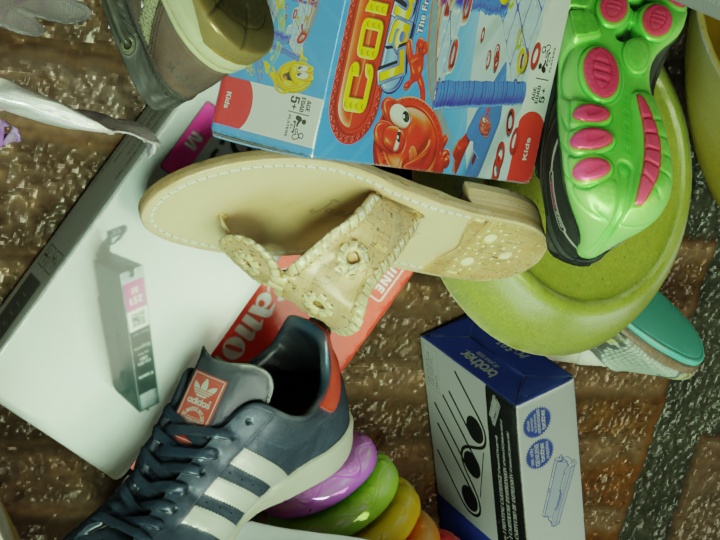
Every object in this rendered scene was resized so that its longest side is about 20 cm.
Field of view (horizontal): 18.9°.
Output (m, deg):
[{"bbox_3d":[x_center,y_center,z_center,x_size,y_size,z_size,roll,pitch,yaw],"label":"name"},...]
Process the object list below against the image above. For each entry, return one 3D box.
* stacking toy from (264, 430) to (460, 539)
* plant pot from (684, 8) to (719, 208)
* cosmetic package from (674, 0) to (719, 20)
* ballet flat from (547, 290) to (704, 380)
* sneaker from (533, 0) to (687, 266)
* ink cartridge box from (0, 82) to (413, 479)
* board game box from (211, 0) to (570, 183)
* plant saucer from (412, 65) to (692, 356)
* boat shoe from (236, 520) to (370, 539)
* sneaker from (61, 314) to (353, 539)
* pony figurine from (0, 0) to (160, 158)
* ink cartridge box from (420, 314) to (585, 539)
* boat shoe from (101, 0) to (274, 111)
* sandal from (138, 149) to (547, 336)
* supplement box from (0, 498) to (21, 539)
[{"bbox_3d":[-0.014,0.125,1.174,0.116,0.110,0.201,-29,113,-9],"label":"stacking toy"},{"bbox_3d":[0.263,-0.088,1.210,0.199,0.201,0.142,-23,154,-24],"label":"plant pot"},{"bbox_3d":[0.179,-0.175,1.045,0.106,0.200,0.091,-8,119,-35],"label":"cosmetic package"},{"bbox_3d":[0.110,0.011,1.220,0.071,0.069,0.200,-37,127,23],"label":"ballet flat"},{"bbox_3d":[0.115,-0.087,1.089,0.076,0.201,0.084,22,139,-10],"label":"sneaker"},{"bbox_3d":[-0.070,0.017,1.076,0.173,0.044,0.201,36,89,-25],"label":"ink cartridge box"},{"bbox_3d":[0.030,-0.145,0.975,0.195,0.056,0.202,1,103,-58],"label":"board game box"},{"bbox_3d":[0.113,-0.055,1.154,0.199,0.031,0.202,1,89,-37],"label":"plant saucer"},{"bbox_3d":[-0.038,0.164,1.097,0.198,0.069,0.057,12,67,-1],"label":"boat shoe"},{"bbox_3d":[-0.079,0.088,1.022,0.200,0.075,0.085,-40,139,-42],"label":"sneaker"},{"bbox_3d":[-0.197,-0.085,0.906,0.192,0.167,0.201,18,117,-32],"label":"pony figurine"},{"bbox_3d":[0.085,0.132,1.238,0.044,0.094,0.201,-23,124,-24],"label":"ink cartridge box"},{"bbox_3d":[-0.101,-0.158,0.911,0.066,0.202,0.072,-34,155,22],"label":"boat shoe"},{"bbox_3d":[0.002,-0.003,1.023,0.210,0.070,0.078,5,144,-28],"label":"sandal"},{"bbox_3d":[-0.195,0.141,1.015,0.073,0.126,0.201,-24,125,-9],"label":"supplement box"}]
